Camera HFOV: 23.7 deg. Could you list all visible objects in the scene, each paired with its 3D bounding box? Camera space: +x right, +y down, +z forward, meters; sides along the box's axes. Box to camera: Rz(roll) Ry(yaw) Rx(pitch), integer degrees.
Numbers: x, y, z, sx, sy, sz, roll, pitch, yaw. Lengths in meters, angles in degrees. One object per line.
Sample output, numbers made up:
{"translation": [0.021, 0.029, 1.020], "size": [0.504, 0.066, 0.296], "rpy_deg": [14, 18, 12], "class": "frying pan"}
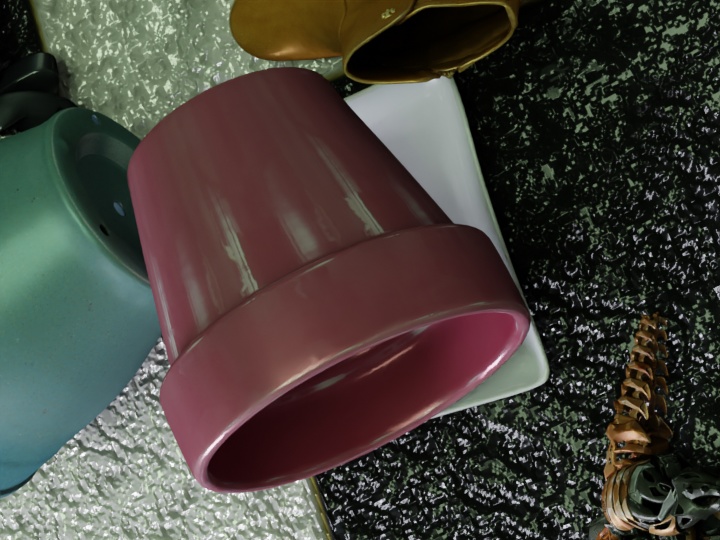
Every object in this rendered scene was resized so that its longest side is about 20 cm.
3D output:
{"translation": [-0.035, -0.002, 0.936], "size": [0.200, 0.200, 0.179], "rpy_deg": [-36, 69, 22], "class": "plant pot"}
{"translation": [-0.201, 0.007, 1.039], "size": [0.188, 0.200, 0.200], "rpy_deg": [-35, 79, 21], "class": "plant pot"}
{"translation": [0.000, 0.000, 1.038], "size": [0.200, 0.032, 0.200], "rpy_deg": [-21, 85, 24], "class": "plate"}
{"translation": [-0.259, -0.058, 1.146], "size": [0.063, 0.079, 0.200], "rpy_deg": [38, 116, -23], "class": "can opener"}
{"translation": [0.000, -0.142, 0.965], "size": [0.201, 0.144, 0.071], "rpy_deg": [-16, 117, 21], "class": "boot"}
{"translation": [0.176, 0.131, 0.939], "size": [0.136, 0.102, 0.200], "rpy_deg": [-10, 111, 41], "class": "toy dinosaur"}
